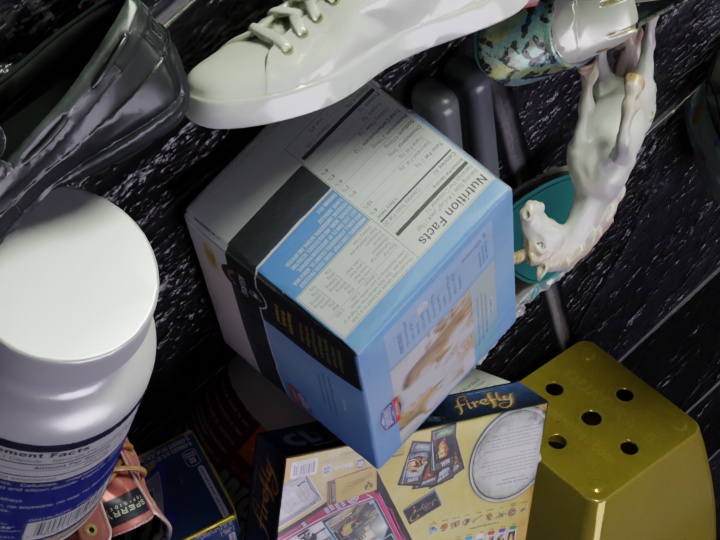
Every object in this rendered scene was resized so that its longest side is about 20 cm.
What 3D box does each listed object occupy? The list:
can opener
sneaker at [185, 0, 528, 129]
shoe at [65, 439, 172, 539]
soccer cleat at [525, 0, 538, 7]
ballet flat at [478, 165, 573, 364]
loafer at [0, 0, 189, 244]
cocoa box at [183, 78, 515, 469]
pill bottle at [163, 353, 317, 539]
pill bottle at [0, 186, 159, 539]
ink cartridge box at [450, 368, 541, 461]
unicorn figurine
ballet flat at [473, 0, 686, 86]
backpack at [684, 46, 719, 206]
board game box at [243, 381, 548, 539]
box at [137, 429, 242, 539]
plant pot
[{"bbox_3d":[0.053,-0.058,1.581,0.053,0.066,0.200,-39,152,-21],"label":"can opener"},{"bbox_3d":[-0.010,-0.141,1.289,0.200,0.073,0.085,-28,123,-22],"label":"sneaker"},{"bbox_3d":[-0.146,0.100,1.405,0.071,0.091,0.200,-28,145,-31],"label":"shoe"},{"bbox_3d":[0.149,-0.219,1.422,0.200,0.069,0.078,-35,156,-17],"label":"soccer cleat"},{"bbox_3d":[0.097,-0.003,1.786,0.200,0.072,0.072,-47,161,14],"label":"ballet flat"},{"bbox_3d":[-0.169,-0.053,1.134,0.200,0.068,0.070,-35,131,-11],"label":"loafer"},{"bbox_3d":[0.000,0.000,1.448,0.133,0.131,0.200,-47,162,-14],"label":"cocoa box"},{"bbox_3d":[-0.059,0.114,1.619,0.200,0.110,0.110,-51,160,19],"label":"pill bottle"},{"bbox_3d":[-0.162,0.049,1.241,0.116,0.116,0.200,-32,164,-31],"label":"pill bottle"},{"bbox_3d":[0.013,0.110,1.725,0.116,0.200,0.067,-36,119,-23],"label":"ink cartridge box"},{"bbox_3d":[0.148,-0.085,1.588,0.200,0.074,0.138,-45,149,-41],"label":"unicorn figurine"},{"bbox_3d":[0.151,-0.167,1.517,0.200,0.074,0.074,-37,160,-34],"label":"ballet flat"},{"bbox_3d":[0.317,-0.093,1.918,0.126,0.167,0.200,-25,164,4],"label":"backpack"},{"bbox_3d":[0.020,0.150,1.581,0.200,0.035,0.136,-9,117,-34],"label":"board game box"},{"bbox_3d":[-0.172,0.175,1.522,0.200,0.064,0.070,-27,158,-9],"label":"box"},{"bbox_3d":[0.179,0.183,2.146,0.200,0.200,0.177,-31,146,-33],"label":"plant pot"}]
